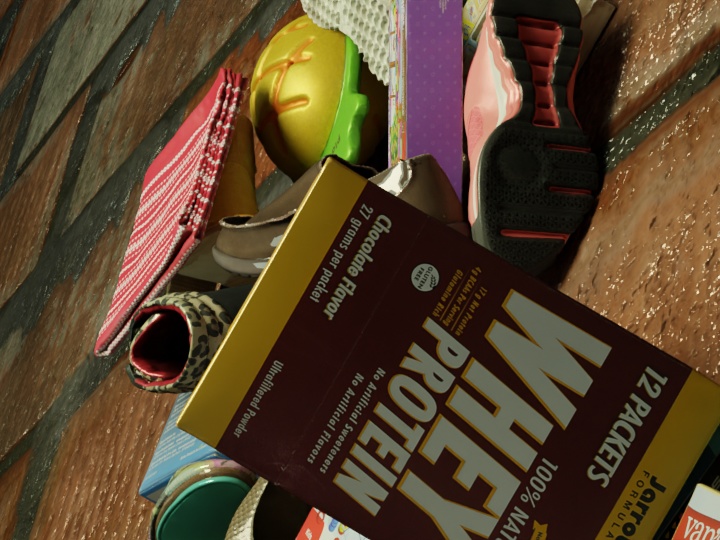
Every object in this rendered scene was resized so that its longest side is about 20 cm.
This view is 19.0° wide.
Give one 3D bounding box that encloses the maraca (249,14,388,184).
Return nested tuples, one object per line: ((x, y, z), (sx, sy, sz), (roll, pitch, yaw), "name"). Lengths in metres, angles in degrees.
((-0.027, -0.120, 1.620), (0.200, 0.107, 0.137), (-102, 28, -53), "maraca")

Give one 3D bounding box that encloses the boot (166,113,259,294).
((-0.101, -0.054, 1.585), (0.201, 0.071, 0.144), (136, 147, -64), "boot")

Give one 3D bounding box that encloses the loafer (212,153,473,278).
((-0.012, -0.036, 1.326), (0.200, 0.073, 0.071), (-6, 91, 41), "loafer")

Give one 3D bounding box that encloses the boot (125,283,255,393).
((-0.083, 0.041, 1.334), (0.203, 0.153, 0.074), (-9, 85, 57), "boot")

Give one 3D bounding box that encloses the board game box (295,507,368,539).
((0.052, 0.111, 1.198), (0.196, 0.056, 0.200), (-62, 19, 5), "board game box")

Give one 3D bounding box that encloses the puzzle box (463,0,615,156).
((0.098, -0.142, 1.449), (0.133, 0.025, 0.200), (-61, 19, 7), "puzzle box")

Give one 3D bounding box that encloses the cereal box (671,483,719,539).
((0.128, 0.189, 0.789), (0.200, 0.039, 0.144), (-64, 20, 0), "cereal box")

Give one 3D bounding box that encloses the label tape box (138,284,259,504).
((-0.077, 0.074, 1.564), (0.144, 0.063, 0.200), (-31, 34, 57), "label tape box")

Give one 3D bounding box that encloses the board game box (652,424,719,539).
((0.167, 0.152, 0.866), (0.151, 0.047, 0.200), (-58, 20, 18), "board game box")

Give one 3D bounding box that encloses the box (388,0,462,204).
((0.041, -0.131, 1.388), (0.137, 0.039, 0.201), (-128, 38, -85), "box")

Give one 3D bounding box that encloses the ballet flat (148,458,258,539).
((-0.110, 0.179, 1.464), (0.071, 0.069, 0.200), (-84, 8, -48), "ballet flat")

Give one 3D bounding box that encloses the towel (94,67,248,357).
((-0.139, -0.045, 1.554), (0.145, 0.022, 0.200), (-49, 19, 37), "towel")

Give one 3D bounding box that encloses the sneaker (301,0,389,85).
((0.033, -0.198, 1.544), (0.200, 0.099, 0.070), (46, 152, 49), "sneaker")

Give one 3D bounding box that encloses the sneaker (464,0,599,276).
((0.098, -0.077, 1.305), (0.087, 0.074, 0.201), (121, 157, -62), "sneaker")

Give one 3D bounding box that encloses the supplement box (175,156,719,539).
((0.042, 0.056, 0.994), (0.133, 0.200, 0.197), (-60, 0, 2), "supplement box")

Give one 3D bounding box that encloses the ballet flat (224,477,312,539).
((-0.034, 0.141, 1.375), (0.200, 0.067, 0.046), (-65, 12, -23), "ballet flat")
